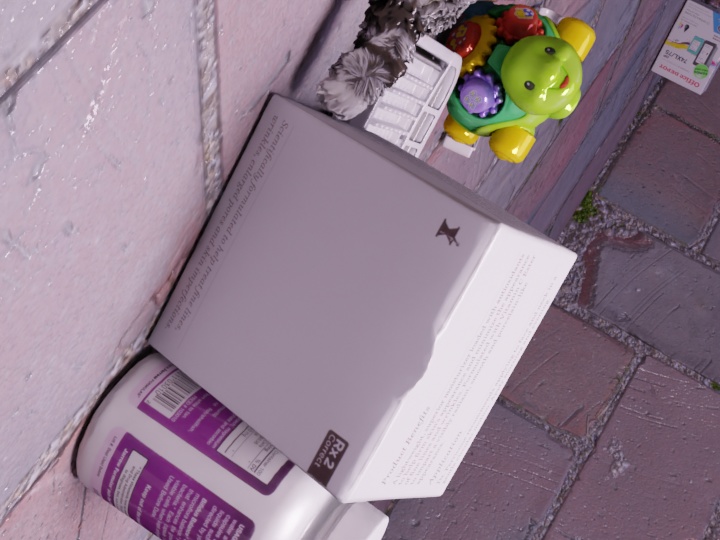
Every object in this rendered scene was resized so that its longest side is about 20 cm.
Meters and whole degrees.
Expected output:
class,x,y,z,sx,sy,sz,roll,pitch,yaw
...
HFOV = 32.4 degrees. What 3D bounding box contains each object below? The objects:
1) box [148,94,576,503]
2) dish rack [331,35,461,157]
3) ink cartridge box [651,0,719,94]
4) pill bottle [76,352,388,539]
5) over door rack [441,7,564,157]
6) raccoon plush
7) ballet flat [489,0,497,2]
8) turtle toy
class,x,y,z,sx,sy,sz,roll,pitch,yaw
box,-0.001,0.020,0.834,0.131,0.200,0.199,15,107,-58
dish rack,0.013,-0.116,1.014,0.172,0.043,0.200,-62,168,9
ink cartridge box,0.863,-0.576,3.179,0.200,0.146,0.146,-65,168,20
pill bottle,-0.085,0.151,0.850,0.112,0.200,0.112,-54,166,-19
over door rack,0.174,-0.210,1.400,0.200,0.066,0.148,-38,154,-61
raccoon plush,0.036,-0.203,0.871,0.200,0.097,0.134,-42,-178,13
ballet flat,0.144,-0.279,1.119,0.200,0.065,0.071,-44,160,-52
turtle toy,0.134,-0.181,1.113,0.101,0.200,0.146,30,91,-35
